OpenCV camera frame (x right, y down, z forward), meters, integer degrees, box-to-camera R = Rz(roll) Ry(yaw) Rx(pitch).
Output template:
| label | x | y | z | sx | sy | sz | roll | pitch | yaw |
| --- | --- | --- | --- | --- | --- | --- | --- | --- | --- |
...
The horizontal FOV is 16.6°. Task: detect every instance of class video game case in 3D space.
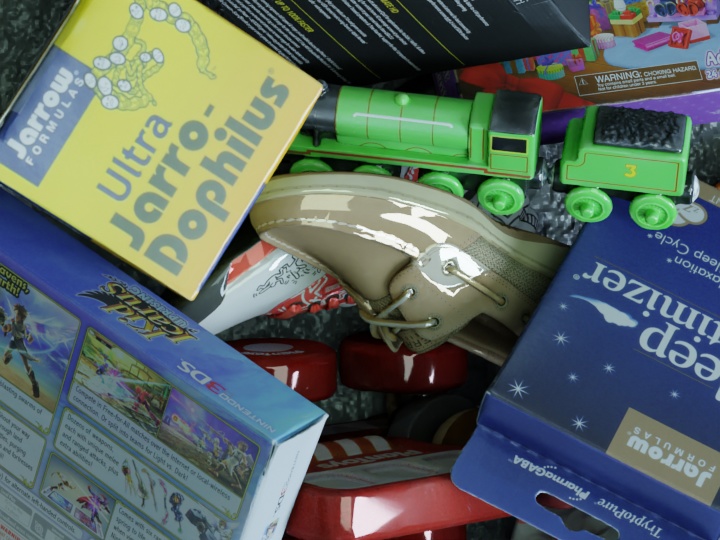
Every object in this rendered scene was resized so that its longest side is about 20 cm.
| label | x | y | z | sx | sy | sz | roll | pitch | yaw |
| --- | --- | --- | --- | --- | --- | --- | --- | --- | --- |
| video game case | -0.125 | 0.089 | 1.109 | 0.045 | 0.200 | 0.182 | -27 | 144 | -51 |

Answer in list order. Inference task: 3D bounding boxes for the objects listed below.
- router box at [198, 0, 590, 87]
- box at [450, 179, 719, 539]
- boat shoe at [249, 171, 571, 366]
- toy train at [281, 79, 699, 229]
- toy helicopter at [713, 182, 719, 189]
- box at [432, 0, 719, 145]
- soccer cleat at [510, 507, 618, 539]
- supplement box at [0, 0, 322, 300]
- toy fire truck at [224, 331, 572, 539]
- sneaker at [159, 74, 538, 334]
| label | x | y | z | sx | sy | sz | roll | pitch | yaw |
| --- | --- | --- | --- | --- | --- | --- | --- | --- | --- |
| router box | 0.002 | -0.141 | 1.082 | 0.148 | 0.200 | 0.051 | -8 | 71 | 20 |
| box | 0.134 | 0.042 | 1.118 | 0.121 | 0.032 | 0.200 | 26 | 55 | 9 |
| boat shoe | 0.032 | 0.005 | 1.142 | 0.199 | 0.071 | 0.065 | 18 | 72 | -32 |
| toy train | 0.057 | -0.057 | 1.135 | 0.199 | 0.042 | 0.057 | 6 | 139 | 7 |
| toy helicopter | 0.251 | 0.031 | 1.256 | 0.132 | 0.079 | 0.201 | -21 | 74 | -21 |
| box | 0.125 | -0.136 | 1.218 | 0.199 | 0.039 | 0.138 | -8 | 67 | -15 |
| soccer cleat | 0.160 | 0.113 | 1.286 | 0.199 | 0.069 | 0.078 | -31 | 135 | -18 |
| supplement box | -0.100 | -0.064 | 1.106 | 0.109 | 0.200 | 0.109 | 32 | 88 | -8 |
| toy fire truck | 0.021 | 0.095 | 1.172 | 0.199 | 0.168 | 0.113 | -4 | 98 | -36 |
| sneaker | 0.001 | 0.000 | 1.206 | 0.201 | 0.067 | 0.108 | -40 | 106 | -22 |
